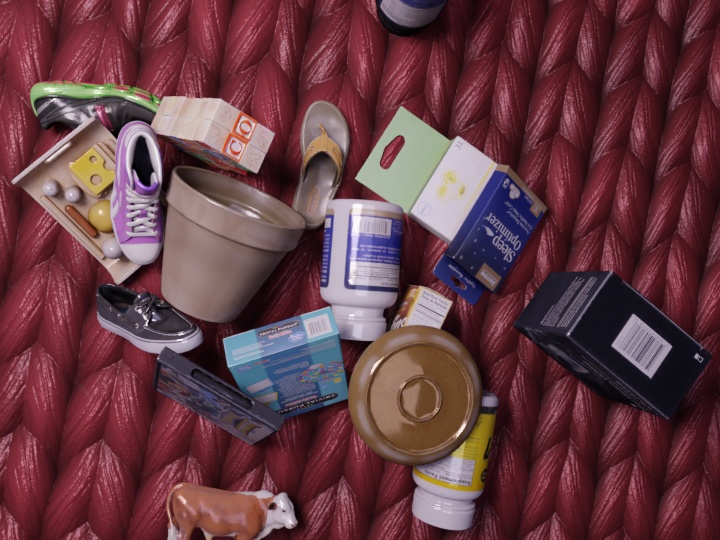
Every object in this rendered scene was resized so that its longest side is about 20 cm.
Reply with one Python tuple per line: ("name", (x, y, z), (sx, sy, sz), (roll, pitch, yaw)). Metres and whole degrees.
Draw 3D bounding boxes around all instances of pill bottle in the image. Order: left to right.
("pill bottle", (0.000, 0.000, 0.940), (0.118, 0.120, 0.203), (5, 90, -7))
("pill bottle", (0.079, -0.420, 0.909), (0.110, 0.200, 0.113), (0, 91, -7))
("pill bottle", (0.142, 0.281, 0.963), (0.113, 0.114, 0.202), (10, 89, -7))

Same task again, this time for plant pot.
("plant pot", (-0.201, -0.029, 0.892), (0.198, 0.200, 0.175), (24, 103, -7))
("plant pot", (0.082, 0.179, 0.882), (0.197, 0.027, 0.203), (0, 90, -7))

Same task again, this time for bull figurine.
("bull figurine", (-0.197, 0.381, 0.942), (0.198, 0.065, 0.123), (14, 85, -7))

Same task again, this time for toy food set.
("toy food set", (-0.367, -0.098, 0.898), (0.143, 0.060, 0.200), (-41, 116, -5))

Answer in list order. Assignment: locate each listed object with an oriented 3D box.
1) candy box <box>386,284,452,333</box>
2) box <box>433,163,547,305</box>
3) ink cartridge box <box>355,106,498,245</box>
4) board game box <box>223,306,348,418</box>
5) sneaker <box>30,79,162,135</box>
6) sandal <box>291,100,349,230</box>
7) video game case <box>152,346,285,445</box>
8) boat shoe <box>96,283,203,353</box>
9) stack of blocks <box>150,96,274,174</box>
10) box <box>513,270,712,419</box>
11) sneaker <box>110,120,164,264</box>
("candy box", (0.062, 0.123, 0.951), (0.056, 0.117, 0.202), (27, 86, -7))
("box", (0.207, -0.050, 0.987), (0.121, 0.032, 0.201), (35, 86, -35))
("ink cartridge box", (0.113, -0.150, 0.992), (0.199, 0.048, 0.146), (33, 87, -9))
("board game box", (-0.098, 0.144, 0.896), (0.149, 0.201, 0.047), (-16, 55, -7))
("sneaker", (-0.377, -0.232, 0.924), (0.197, 0.077, 0.085), (4, 112, -8))
("sandal", (-0.062, -0.163, 0.964), (0.079, 0.054, 0.202), (11, 89, -7))
("video game case", (-0.207, 0.184, 0.878), (0.180, 0.200, 0.026), (32, 63, -6))
("boat shoe", (-0.304, 0.060, 0.881), (0.070, 0.198, 0.067), (-33, 129, -44))
("stack of blocks", (-0.198, -0.183, 0.859), (0.115, 0.199, 0.059), (26, 87, -39))
("box", (0.371, 0.105, 0.948), (0.196, 0.200, 0.118), (39, 85, -5))
("sneaker", (-0.298, -0.093, 0.838), (0.072, 0.114, 0.203), (-7, 112, -23))
